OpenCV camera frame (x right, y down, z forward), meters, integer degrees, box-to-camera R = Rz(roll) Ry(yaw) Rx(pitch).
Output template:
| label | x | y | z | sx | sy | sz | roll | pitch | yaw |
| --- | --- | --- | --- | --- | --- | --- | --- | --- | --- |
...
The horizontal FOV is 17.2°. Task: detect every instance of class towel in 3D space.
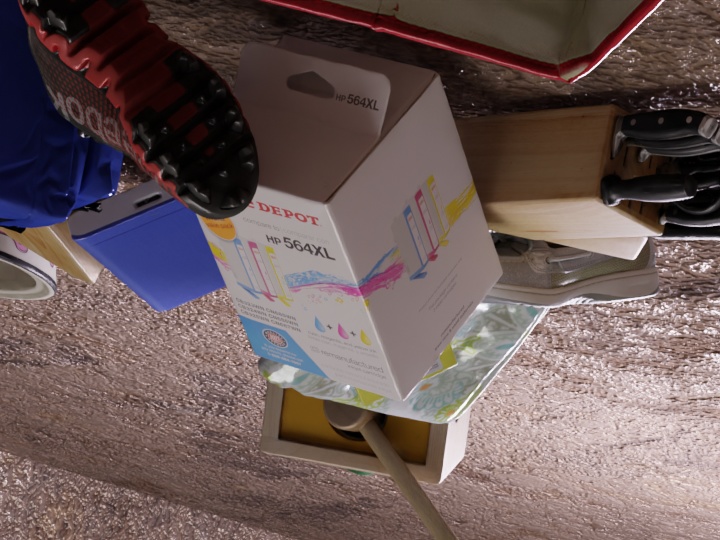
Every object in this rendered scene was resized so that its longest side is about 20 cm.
| label | x | y | z | sx | sy | sz | roll | pitch | yaw |
| --- | --- | --- | --- | --- | --- | --- | --- | --- | --- |
| towel | 0.044 | 0.038 | 1.794 | 0.200 | 0.171 | 0.048 | 17 | -149 | -42 |

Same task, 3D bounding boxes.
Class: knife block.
| label | x | y | z | sx | sy | sz | roll | pitch | yaw |
| --- | --- | --- | --- | --- | --- | --- | --- | --- | --- |
| knife block | 0.143 | -0.066 | 1.495 | 0.199 | 0.064 | 0.176 | 12 | 166 | 3 |
| knife block | -0.241 | -0.065 | 1.807 | 0.200 | 0.064 | 0.175 | 34 | 165 | -26 |

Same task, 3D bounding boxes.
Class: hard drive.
| label | x | y | z | sx | sy | sz | roll | pitch | yaw |
| --- | --- | --- | --- | --- | --- | --- | --- | --- | --- |
| hard drive | -0.138 | -0.027 | 1.891 | 0.132 | 0.025 | 0.200 | -22 | 159 | 7 |

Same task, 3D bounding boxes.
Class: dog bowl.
| label | x | y | z | sx | sy | sz | roll | pitch | yaw |
| --- | --- | --- | --- | --- | --- | --- | --- | --- | --- |
| dog bowl | -0.353 | -0.038 | 2.065 | 0.199 | 0.074 | 0.200 | 11 | 167 | 3 |

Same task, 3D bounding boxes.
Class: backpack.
| label | x | y | z | sx | sy | sz | roll | pitch | yaw |
| --- | --- | --- | --- | --- | --- | --- | --- | --- | --- |
| backpack | -0.262 | -0.095 | 1.570 | 0.168 | 0.163 | 0.200 | 20 | 164 | -41 |

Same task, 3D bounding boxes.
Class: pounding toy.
| label | x | y | z | sx | sy | sz | roll | pitch | yaw |
| --- | --- | --- | --- | --- | --- | --- | --- | --- | --- |
| pounding toy | 0.017 | 0.105 | 1.957 | 0.183 | 0.201 | 0.142 | 9 | -170 | 13 |

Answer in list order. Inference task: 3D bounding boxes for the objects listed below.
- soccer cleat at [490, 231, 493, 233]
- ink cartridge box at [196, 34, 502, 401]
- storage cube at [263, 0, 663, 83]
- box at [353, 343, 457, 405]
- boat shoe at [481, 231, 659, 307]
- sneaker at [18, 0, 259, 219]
| label | x | y | z | sx | sy | sz | roll | pitch | yaw |
| --- | --- | --- | --- | --- | --- | --- | --- | --- | --- |
| soccer cleat | 0.088 | -0.039 | 1.703 | 0.086 | 0.070 | 0.200 | 14 | 165 | 38 |
| ink cartridge box | -0.015 | -0.042 | 1.483 | 0.128 | 0.125 | 0.200 | 16 | 143 | 35 |
| storage cube | 0.040 | -0.194 | 0.862 | 0.170 | 0.180 | 0.200 | 14 | 165 | -7 |
| box | 0.000 | 0.000 | 1.624 | 0.075 | 0.200 | 0.050 | -25 | 131 | -1 |
| boat shoe | 0.127 | -0.009 | 1.636 | 0.201 | 0.065 | 0.074 | -2 | -177 | -37 |
| sneaker | -0.132 | -0.102 | 1.424 | 0.201 | 0.071 | 0.098 | 48 | 157 | 14 |
